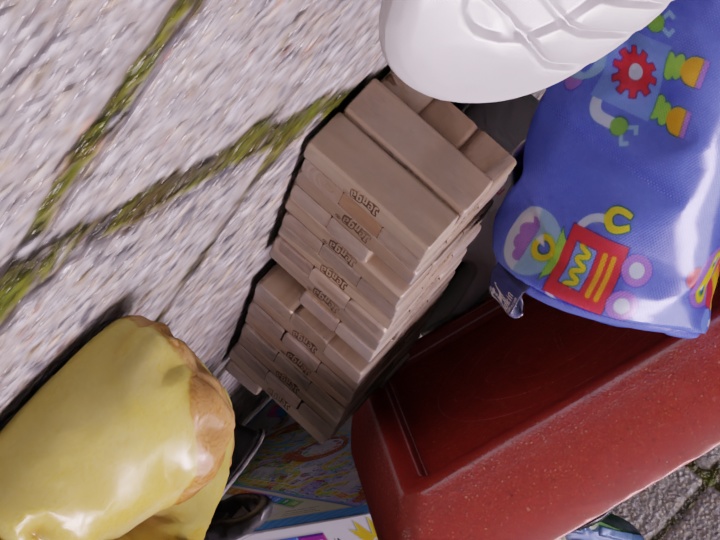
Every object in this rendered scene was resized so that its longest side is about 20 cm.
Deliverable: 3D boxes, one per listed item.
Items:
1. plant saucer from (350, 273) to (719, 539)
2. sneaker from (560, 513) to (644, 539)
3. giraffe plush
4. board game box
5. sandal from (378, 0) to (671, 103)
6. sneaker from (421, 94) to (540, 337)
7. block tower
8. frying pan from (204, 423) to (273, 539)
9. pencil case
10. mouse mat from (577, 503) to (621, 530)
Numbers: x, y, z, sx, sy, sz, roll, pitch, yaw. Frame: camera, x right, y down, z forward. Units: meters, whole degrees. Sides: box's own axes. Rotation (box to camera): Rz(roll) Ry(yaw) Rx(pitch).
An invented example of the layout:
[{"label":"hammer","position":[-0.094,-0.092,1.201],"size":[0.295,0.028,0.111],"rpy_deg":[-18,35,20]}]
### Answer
[{"label":"plant saucer","position":[0.082,0.036,0.815],"size":[0.199,0.037,0.200],"rpy_deg":[-30,-166,2]},{"label":"sneaker","position":[0.037,0.127,0.962],"size":[0.198,0.078,0.085],"rpy_deg":[-9,-156,23]},{"label":"giraffe plush","position":[-0.060,0.127,0.611],"size":[0.173,0.162,0.200],"rpy_deg":[-51,173,11]},{"label":"board game box","position":[-0.003,0.090,0.946],"size":[0.199,0.034,0.134],"rpy_deg":[-16,-159,46]},{"label":"sandal","position":[0.073,-0.130,0.542],"size":[0.203,0.082,0.050],"rpy_deg":[-54,-145,20]},{"label":"sneaker","position":[0.032,-0.006,0.932],"size":[0.099,0.078,0.200],"rpy_deg":[-38,162,-19]},{"label":"block tower","position":[0.000,0.000,0.768],"size":[0.054,0.058,0.200],"rpy_deg":[-45,173,-25]},{"label":"frying pan","position":[-0.080,0.102,0.780],"size":[0.115,0.031,0.190],"rpy_deg":[-46,-176,2]},{"label":"pencil case","position":[0.103,-0.077,0.704],"size":[0.078,0.086,0.202],"rpy_deg":[-8,118,-56]},{"label":"mouse mat","position":[0.093,0.060,0.934],"size":[0.161,0.008,0.199],"rpy_deg":[-39,-163,-26]}]
